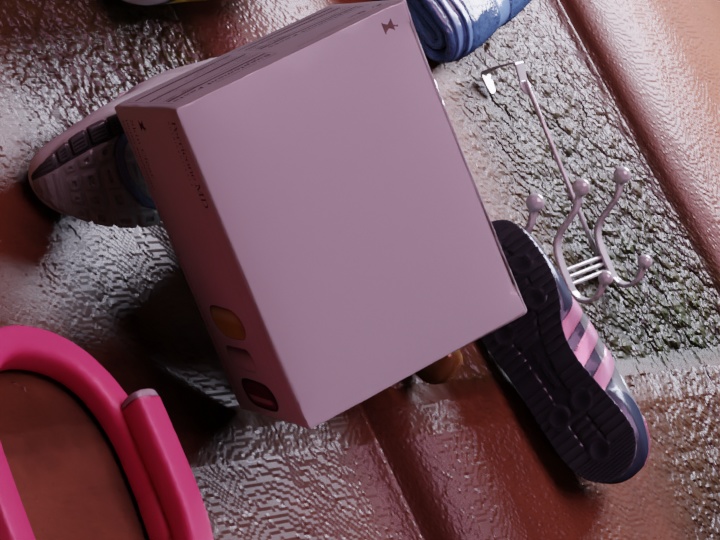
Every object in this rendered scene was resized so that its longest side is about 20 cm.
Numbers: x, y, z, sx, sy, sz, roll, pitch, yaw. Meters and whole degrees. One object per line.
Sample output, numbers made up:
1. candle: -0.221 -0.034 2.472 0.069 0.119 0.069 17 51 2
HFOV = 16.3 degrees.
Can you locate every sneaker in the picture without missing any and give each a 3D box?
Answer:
1. sneaker: 0.135 0.059 1.729 0.200 0.070 0.082 65 17 15
2. sneaker: -0.125 -0.081 1.529 0.200 0.087 0.075 -24 117 -39

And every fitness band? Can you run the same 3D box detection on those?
1. fitness band: -0.149 0.118 1.339 0.143 0.037 0.200 3 56 -49

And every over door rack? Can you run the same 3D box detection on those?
1. over door rack: 0.127 -0.069 1.823 0.148 0.067 0.200 -17 73 -56

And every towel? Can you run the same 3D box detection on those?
1. towel: 0.078 -0.234 1.934 0.112 0.048 0.200 51 33 -3

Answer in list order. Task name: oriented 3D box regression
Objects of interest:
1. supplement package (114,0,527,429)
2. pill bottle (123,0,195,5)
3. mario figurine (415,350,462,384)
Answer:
1. supplement package: -0.023 -0.035 1.455 0.155 0.111 0.201 -27 103 -20
2. pill bottle: -0.091 -0.238 1.674 0.200 0.112 0.112 -16 72 -55
3. mario figurine: 0.000 0.000 1.571 0.200 0.106 0.124 29 41 -34
